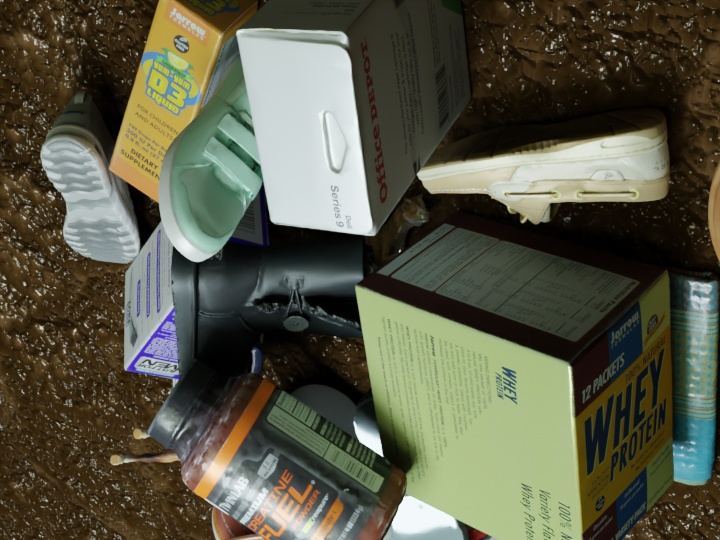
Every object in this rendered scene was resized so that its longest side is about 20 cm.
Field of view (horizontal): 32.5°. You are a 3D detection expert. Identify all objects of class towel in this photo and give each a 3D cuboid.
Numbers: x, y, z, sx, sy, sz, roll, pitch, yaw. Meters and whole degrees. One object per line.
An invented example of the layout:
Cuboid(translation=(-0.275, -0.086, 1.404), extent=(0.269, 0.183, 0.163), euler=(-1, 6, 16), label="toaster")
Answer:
Cuboid(translation=(0.218, 0.079, 1.003), extent=(0.145, 0.022, 0.203), euler=(10, 125, 27), label="towel")

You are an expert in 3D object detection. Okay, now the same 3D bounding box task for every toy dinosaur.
Cuboid(translation=(0.000, 0.000, 1.073), extent=(0.199, 0.060, 0.107), euler=(-30, 87, 33), label="toy dinosaur")

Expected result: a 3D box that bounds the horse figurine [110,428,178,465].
Cuboid(translation=(-0.130, 0.148, 1.119), extent=(0.198, 0.132, 0.051), euler=(-16, 78, 37), label="horse figurine")

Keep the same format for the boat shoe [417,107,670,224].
Cuboid(translation=(0.133, -0.068, 0.915), extent=(0.197, 0.074, 0.070), euler=(-4, 113, 34), label="boat shoe")

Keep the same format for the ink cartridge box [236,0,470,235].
Cuboid(translation=(0.002, -0.140, 0.856), extent=(0.083, 0.201, 0.148), euler=(7, 126, 23), label="ink cartridge box")

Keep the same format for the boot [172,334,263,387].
Cuboid(translation=(-0.138, 0.103, 1.187), extent=(0.071, 0.091, 0.202), euler=(7, 133, -14), label="boot")

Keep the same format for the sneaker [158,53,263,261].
Cuboid(translation=(-0.078, -0.104, 0.935), extent=(0.117, 0.203, 0.074), euler=(-15, 136, 45), label="sneaker")

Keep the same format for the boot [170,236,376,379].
Cuboid(translation=(-0.068, 0.048, 1.024), extent=(0.165, 0.077, 0.202), euler=(2, 138, -1), label="boot")

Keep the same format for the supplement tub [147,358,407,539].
Cuboid(translation=(-0.069, 0.154, 0.981), extent=(0.198, 0.107, 0.107), euler=(33, 134, -1), label="supplement tub")

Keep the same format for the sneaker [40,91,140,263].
Cuboid(translation=(-0.240, -0.080, 1.156), extent=(0.073, 0.083, 0.201), euler=(7, 145, 4), label="sneaker")

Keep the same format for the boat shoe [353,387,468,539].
Cuboid(translation=(0.058, 0.182, 1.121), extent=(0.070, 0.091, 0.203), euler=(-13, 107, 23), label="boat shoe")

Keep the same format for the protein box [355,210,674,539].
Cuboid(translation=(0.123, 0.090, 0.961), extent=(0.198, 0.134, 0.201), euler=(19, 130, 39), label="protein box")

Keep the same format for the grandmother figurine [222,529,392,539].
Cuboid(translation=(-0.053, 0.255, 1.147), extent=(0.197, 0.121, 0.061), euler=(-20, 81, 2), label="grandmother figurine")

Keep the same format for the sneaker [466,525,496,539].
Cuboid(translation=(0.049, 0.234, 1.196), extent=(0.197, 0.077, 0.086), euler=(-13, 104, 27), label="sneaker")

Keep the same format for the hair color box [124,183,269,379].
Cuboid(translation=(-0.151, 0.002, 1.117), extent=(0.064, 0.111, 0.200), euler=(14, 142, -28), label="hair color box")

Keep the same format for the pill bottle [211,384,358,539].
Cuboid(translation=(-0.068, 0.203, 1.212), extent=(0.111, 0.112, 0.201), euler=(35, 134, 6), label="pill bottle")

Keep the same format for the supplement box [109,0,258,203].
Cuboid(translation=(-0.152, -0.154, 1.043), extent=(0.066, 0.069, 0.201), euler=(33, 131, 6), label="supplement box")

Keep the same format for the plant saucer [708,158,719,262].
Cuboid(translation=(0.333, -0.026, 0.841), extent=(0.197, 0.038, 0.203), euler=(17, 129, 22), label="plant saucer")
